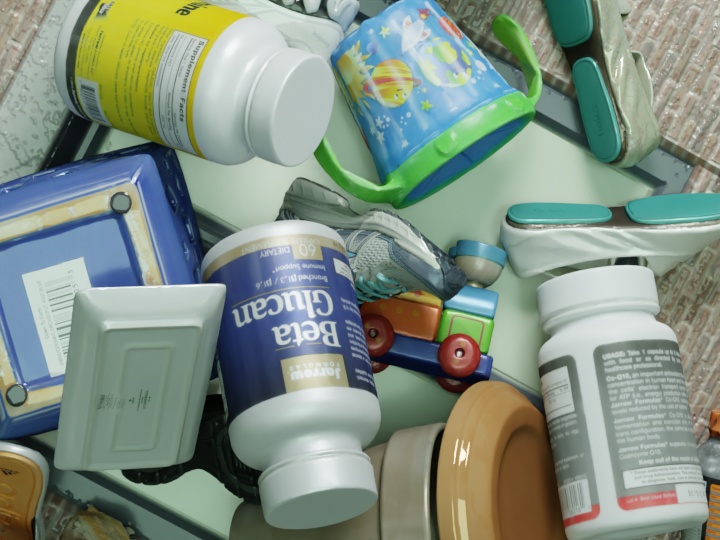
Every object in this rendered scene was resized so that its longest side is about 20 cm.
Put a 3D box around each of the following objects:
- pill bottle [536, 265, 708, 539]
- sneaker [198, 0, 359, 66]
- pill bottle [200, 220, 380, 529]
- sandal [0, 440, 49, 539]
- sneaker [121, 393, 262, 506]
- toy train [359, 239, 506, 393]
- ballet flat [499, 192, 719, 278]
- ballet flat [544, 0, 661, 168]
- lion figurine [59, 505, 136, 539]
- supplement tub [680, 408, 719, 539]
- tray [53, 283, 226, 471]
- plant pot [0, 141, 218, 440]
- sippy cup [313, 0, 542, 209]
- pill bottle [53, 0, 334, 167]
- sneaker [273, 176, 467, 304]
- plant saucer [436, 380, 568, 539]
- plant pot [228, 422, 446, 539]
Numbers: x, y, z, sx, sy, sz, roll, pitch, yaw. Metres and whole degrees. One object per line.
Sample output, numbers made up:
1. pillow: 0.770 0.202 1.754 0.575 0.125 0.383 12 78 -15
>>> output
1. pill bottle: 0.201 0.105 1.468 0.112 0.114 0.202 -7 76 -3
2. sneaker: -0.104 -0.212 1.478 0.198 0.075 0.082 19 101 -4
3. pill bottle: -0.046 0.076 1.340 0.110 0.111 0.202 -12 66 -3
4. sandal: -0.282 0.198 1.428 0.078 0.207 0.060 15 55 -3
5. sneaker: -0.097 0.127 1.452 0.198 0.091 0.077 8 110 29
6. toy train: 0.016 0.019 1.497 0.198 0.085 0.117 13 76 4
7. ballet flat: 0.211 -0.024 1.513 0.197 0.069 0.070 -3 93 1
8. ballet flat: 0.194 -0.183 1.508 0.062 0.067 0.202 -19 98 -30
9. lion figurine: -0.220 0.299 1.493 0.122 0.072 0.202 30 99 29
10. supplement tub: 0.316 0.217 1.497 0.121 0.123 0.203 6 93 -4
11. tray: -0.157 0.084 1.331 0.106 0.022 0.201 -1 138 -16
12. plant pot: -0.214 0.019 1.426 0.198 0.180 0.202 -16 94 -3
13. sippy cup: 0.047 -0.138 1.464 0.139 0.177 0.131 -38 83 33
14. pill bottle: -0.124 -0.146 1.417 0.198 0.112 0.114 19 92 26
15. sneaker: 0.000 0.000 1.442 0.078 0.199 0.087 40 78 -42
16. plant saucer: 0.118 0.185 1.451 0.037 0.200 0.203 -7 94 29
17. plant pot: -0.005 0.230 1.458 0.172 0.200 0.202 -9 94 13
